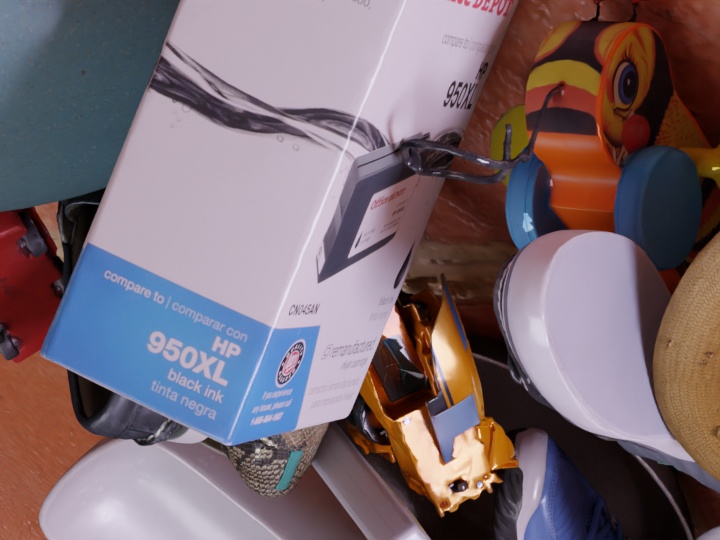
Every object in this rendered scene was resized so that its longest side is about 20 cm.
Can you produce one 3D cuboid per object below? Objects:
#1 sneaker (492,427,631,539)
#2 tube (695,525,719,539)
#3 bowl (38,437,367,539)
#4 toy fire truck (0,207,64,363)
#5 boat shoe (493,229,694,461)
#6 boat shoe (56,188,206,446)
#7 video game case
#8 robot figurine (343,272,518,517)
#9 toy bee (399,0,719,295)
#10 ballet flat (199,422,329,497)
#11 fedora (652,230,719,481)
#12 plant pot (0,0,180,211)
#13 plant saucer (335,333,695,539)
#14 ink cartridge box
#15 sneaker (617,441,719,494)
[{"bbox_3d":[0.114,0.144,1.236,0.077,0.076,0.200,-10,130,21],"label":"sneaker"},{"bbox_3d":[0.156,0.177,1.173,0.077,0.050,0.200,9,149,7],"label":"tube"},{"bbox_3d":[-0.061,0.146,1.441,0.200,0.075,0.200,40,148,-7],"label":"bowl"},{"bbox_3d":[-0.180,-0.032,1.234,0.141,0.049,0.200,57,177,18],"label":"toy fire truck"},{"bbox_3d":[0.088,0.029,1.019,0.066,0.070,0.200,6,171,30],"label":"boat shoe"},{"bbox_3d":[-0.099,-0.025,1.158,0.060,0.200,0.076,5,157,-39],"label":"boat shoe"},{"bbox_3d":[0.026,0.136,1.240,0.182,0.023,0.200,55,177,-31],"label":"video game case"},{"bbox_3d":[0.000,0.000,1.159,0.145,0.058,0.200,33,146,64],"label":"robot figurine"},{"bbox_3d":[0.104,-0.054,1.022,0.131,0.109,0.200,13,167,17],"label":"toy bee"},{"bbox_3d":[-0.074,0.032,1.224,0.200,0.068,0.075,54,136,45],"label":"ballet flat"},{"bbox_3d":[0.203,0.011,0.982,0.200,0.082,0.201,3,133,3],"label":"fedora"},{"bbox_3d":[-0.110,-0.114,1.064,0.134,0.200,0.200,7,144,2],"label":"plant pot"},{"bbox_3d":[0.077,0.096,1.286,0.200,0.032,0.200,24,145,18],"label":"plant saucer"},{"bbox_3d":[-0.023,-0.046,1.000,0.084,0.200,0.145,24,-171,16],"label":"ink cartridge box"},{"bbox_3d":[0.160,0.066,1.148,0.200,0.074,0.088,37,162,17],"label":"sneaker"}]
